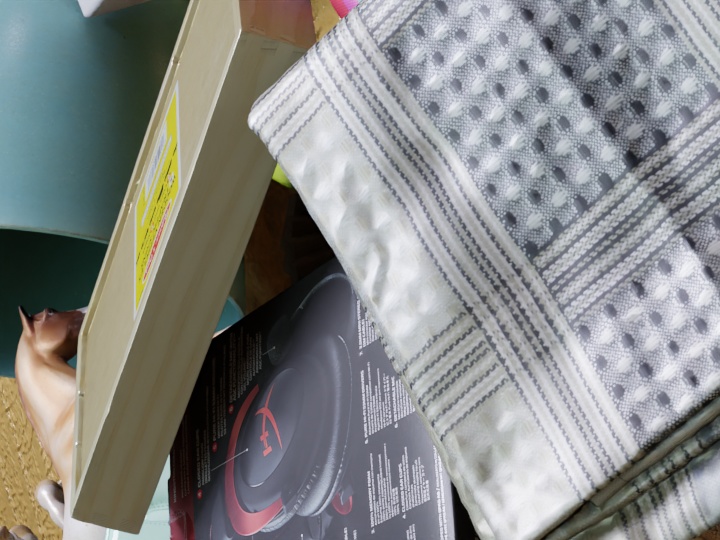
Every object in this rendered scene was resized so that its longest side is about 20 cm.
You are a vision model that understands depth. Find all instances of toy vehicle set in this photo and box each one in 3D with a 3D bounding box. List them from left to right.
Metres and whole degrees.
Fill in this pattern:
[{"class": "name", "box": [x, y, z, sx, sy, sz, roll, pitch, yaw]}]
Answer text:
[{"class": "toy vehicle set", "box": [-0.063, -0.021, 0.832, 0.124, 0.026, 0.201, -99, 27, -59]}]

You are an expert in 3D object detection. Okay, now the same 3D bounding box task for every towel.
[{"class": "towel", "box": [0.075, -0.024, 0.664, 0.192, 0.034, 0.200, -38, 70, 22]}]

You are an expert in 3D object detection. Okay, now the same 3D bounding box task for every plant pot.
[{"class": "plant pot", "box": [-0.146, -0.056, 1.060, 0.201, 0.200, 0.162, 130, 146, -64]}]

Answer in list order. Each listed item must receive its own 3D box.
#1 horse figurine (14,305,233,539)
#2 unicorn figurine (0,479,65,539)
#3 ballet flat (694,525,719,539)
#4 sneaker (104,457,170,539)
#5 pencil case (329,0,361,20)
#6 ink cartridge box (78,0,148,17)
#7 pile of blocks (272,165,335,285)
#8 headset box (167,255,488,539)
[{"class": "horse figurine", "box": [-0.085, 0.104, 0.976, 0.050, 0.132, 0.201, 7, -105, -68]}, {"class": "unicorn figurine", "box": [-0.108, 0.158, 1.054, 0.137, 0.074, 0.200, 44, -161, 2]}, {"class": "ballet flat", "box": [0.083, 0.064, 0.818, 0.200, 0.068, 0.067, 9, 124, 66]}, {"class": "sneaker", "box": [-0.076, 0.130, 0.884, 0.118, 0.073, 0.201, 9, -101, -71]}, {"class": "pencil case", "box": [0.009, -0.138, 0.795, 0.200, 0.088, 0.089, 56, 154, 24]}, {"class": "ink cartridge box", "box": [-0.095, -0.222, 0.945, 0.201, 0.084, 0.144, 67, 157, 3]}, {"class": "pile of blocks", "box": [0.000, 0.000, 0.923, 0.062, 0.082, 0.201, 30, 136, 55]}, {"class": "headset box", "box": [0.002, 0.082, 0.801, 0.200, 0.075, 0.149, -34, 54, 50]}]
